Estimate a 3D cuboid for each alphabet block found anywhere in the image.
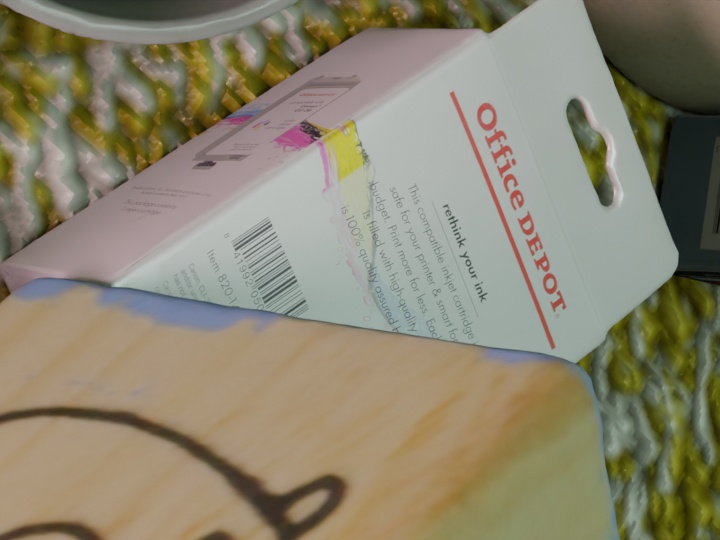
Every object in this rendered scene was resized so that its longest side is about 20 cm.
[{"bbox_3d":[-0.053,0.141,0.739,0.200,0.195,0.196,-45,132,-44],"label":"alphabet block"}]

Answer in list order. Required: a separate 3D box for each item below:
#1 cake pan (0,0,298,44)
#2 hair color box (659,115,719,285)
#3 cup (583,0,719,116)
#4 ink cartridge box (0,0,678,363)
[{"bbox_3d":[-0.068,-0.167,0.829,0.200,0.037,0.200,-4,98,-30],"label":"cake pan"},{"bbox_3d":[0.214,-0.010,1.038,0.200,0.099,0.061,11,86,-38],"label":"hair color box"},{"bbox_3d":[0.178,-0.151,0.971,0.200,0.143,0.200,-4,96,-37],"label":"cup"},{"bbox_3d":[0.000,0.000,0.892,0.200,0.067,0.117,-34,114,-29],"label":"ink cartridge box"}]
